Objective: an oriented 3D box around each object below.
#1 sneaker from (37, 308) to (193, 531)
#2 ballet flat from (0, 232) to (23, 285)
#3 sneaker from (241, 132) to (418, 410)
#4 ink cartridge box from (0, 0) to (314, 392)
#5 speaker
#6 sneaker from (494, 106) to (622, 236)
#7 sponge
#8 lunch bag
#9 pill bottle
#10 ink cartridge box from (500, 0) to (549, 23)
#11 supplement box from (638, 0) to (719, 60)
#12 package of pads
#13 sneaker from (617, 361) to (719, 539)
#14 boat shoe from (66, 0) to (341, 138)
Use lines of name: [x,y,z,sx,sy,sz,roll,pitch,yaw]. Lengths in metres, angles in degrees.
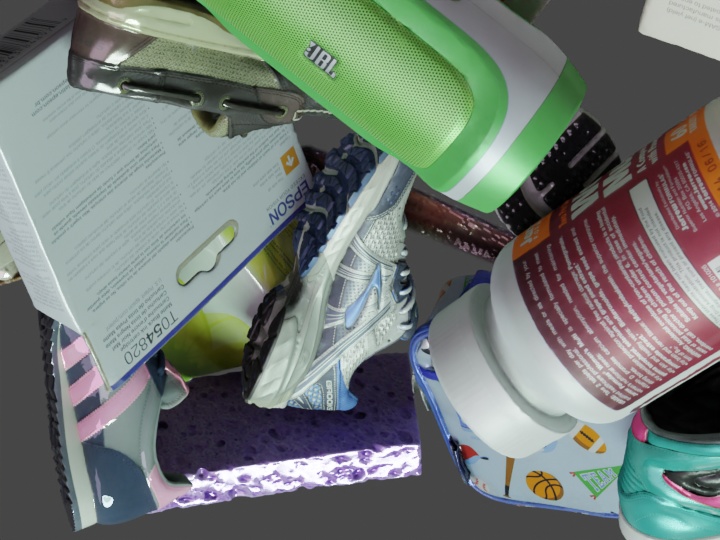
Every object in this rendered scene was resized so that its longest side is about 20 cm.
sneaker: [-0.145,0.049,0.867,0.070,0.082,0.201,-152,56,-68]
ballet flat: [-0.201,-0.022,0.919,0.199,0.065,0.071,-19,115,46]
sneaker: [0.000,0.000,0.886,0.085,0.077,0.201,18,114,-20]
ink cartridge box: [-0.117,-0.069,0.816,0.040,0.200,0.201,16,137,36]
speaker: [0.000,-0.114,0.649,0.200,0.089,0.088,37,141,-5]
sneaker: [0.070,-0.089,0.786,0.074,0.080,0.200,-40,121,8]
sponge: [-0.062,0.103,0.954,0.199,0.112,0.030,-7,118,-1]
lunch bag: [0.127,0.073,0.896,0.199,0.076,0.161,0,128,32]
pill bottle: [0.137,0.009,0.750,0.200,0.110,0.110,-36,108,27]
ink cartridge box: [0.032,-0.211,0.659,0.200,0.084,0.145,36,142,-4]
supplement box: [0.202,-0.171,0.595,0.125,0.074,0.201,23,139,12]
package of pads: [-0.115,-0.025,0.963,0.154,0.068,0.200,-15,122,44]
sneaker: [0.230,0.076,0.782,0.199,0.084,0.121,-15,129,-1]
boat shoe: [-0.070,-0.103,0.775,0.072,0.200,0.066,39,108,40]
